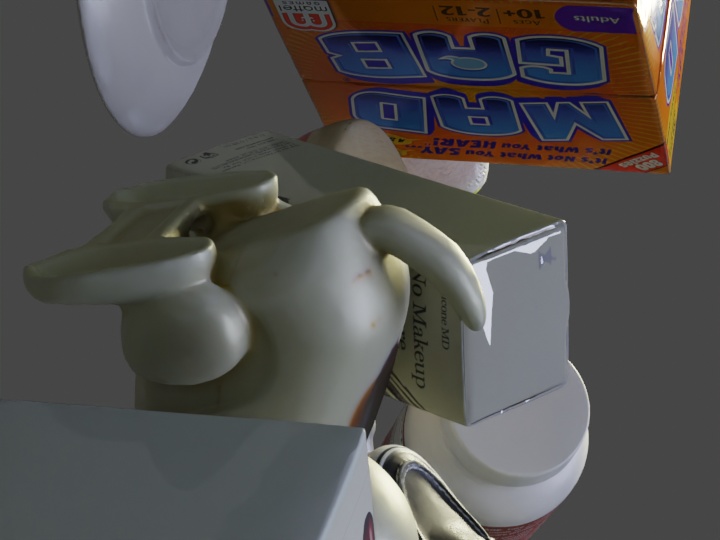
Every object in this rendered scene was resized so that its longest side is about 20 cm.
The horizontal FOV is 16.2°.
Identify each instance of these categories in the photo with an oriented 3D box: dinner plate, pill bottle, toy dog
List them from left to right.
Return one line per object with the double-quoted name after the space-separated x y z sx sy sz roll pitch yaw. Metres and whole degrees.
-0.085 -0.160 1.139 0.200 0.024 0.201 3 90 -77 "dinner plate"
-0.033 0.066 1.077 0.140 0.193 0.201 -73 154 -71 "toy dog"
0.075 0.110 1.541 0.200 0.112 0.113 117 -16 -68 "pill bottle"

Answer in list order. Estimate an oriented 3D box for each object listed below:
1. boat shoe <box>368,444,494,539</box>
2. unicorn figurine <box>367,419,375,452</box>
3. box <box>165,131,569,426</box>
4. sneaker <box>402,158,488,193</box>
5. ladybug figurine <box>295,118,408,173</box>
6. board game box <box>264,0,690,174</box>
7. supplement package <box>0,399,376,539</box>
0.066 0.176 1.351 0.072 0.068 0.200 -16 74 -44 "boat shoe"
-0.010 0.117 1.436 0.200 0.074 0.138 17 77 -59 "unicorn figurine"
0.000 0.000 1.148 0.068 0.200 0.082 -20 116 -39 "box"
0.035 -0.034 1.578 0.105 0.075 0.201 -16 117 -88 "sneaker"
-0.018 -0.012 1.335 0.200 0.072 0.136 32 60 -75 "ladybug figurine"
0.077 -0.190 1.411 0.200 0.199 0.200 62 35 -64 "board game box"
-0.090 0.151 0.922 0.200 0.155 0.111 -65 154 -54 "supplement package"
